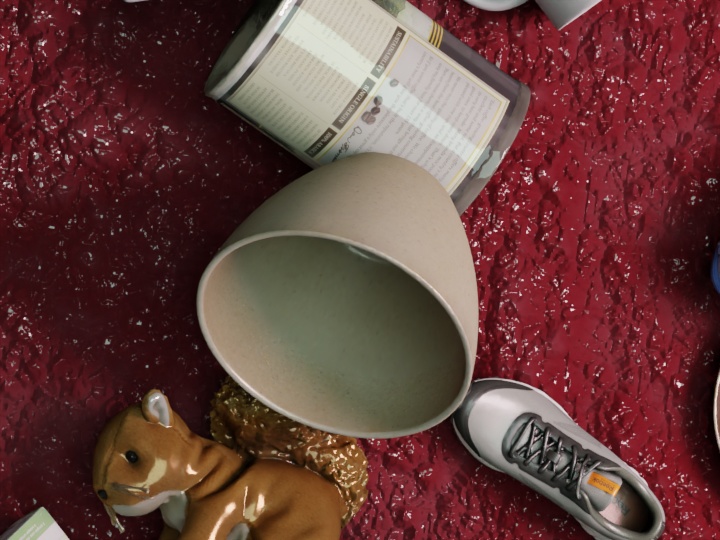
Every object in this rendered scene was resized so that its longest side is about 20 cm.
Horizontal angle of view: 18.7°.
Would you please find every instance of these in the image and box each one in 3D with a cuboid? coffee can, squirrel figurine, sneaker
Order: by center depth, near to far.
[{"bbox_3d":[0.005,-0.134,1.635,0.200,0.146,0.147,35,82,-13],"label":"coffee can"},{"bbox_3d":[-0.099,0.152,1.637,0.187,0.142,0.200,41,67,-2],"label":"squirrel figurine"},{"bbox_3d":[0.160,0.149,1.717,0.200,0.079,0.074,34,84,-12],"label":"sneaker"}]

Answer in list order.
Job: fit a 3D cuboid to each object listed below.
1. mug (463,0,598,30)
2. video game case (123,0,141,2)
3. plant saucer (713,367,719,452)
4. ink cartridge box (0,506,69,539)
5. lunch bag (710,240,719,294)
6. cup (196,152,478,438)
[{"bbox_3d":[0.140,-0.283,1.683,0.200,0.148,0.176,-35,92,18],"label":"mug"},{"bbox_3d":[-0.106,-0.264,1.592,0.182,0.200,0.022,-10,130,-14],"label":"video game case"},{"bbox_3d":[0.375,0.111,1.795,0.200,0.037,0.201,0,92,-14],"label":"plant saucer"},{"bbox_3d":[-0.225,0.295,1.597,0.200,0.048,0.146,53,44,-8],"label":"ink cartridge box"},{"bbox_3d":[0.379,-0.023,1.750,0.160,0.076,0.200,32,68,-6],"label":"lunch bag"},{"bbox_3d":[0.000,0.000,1.557,0.200,0.200,0.143,35,46,-13],"label":"cup"}]
